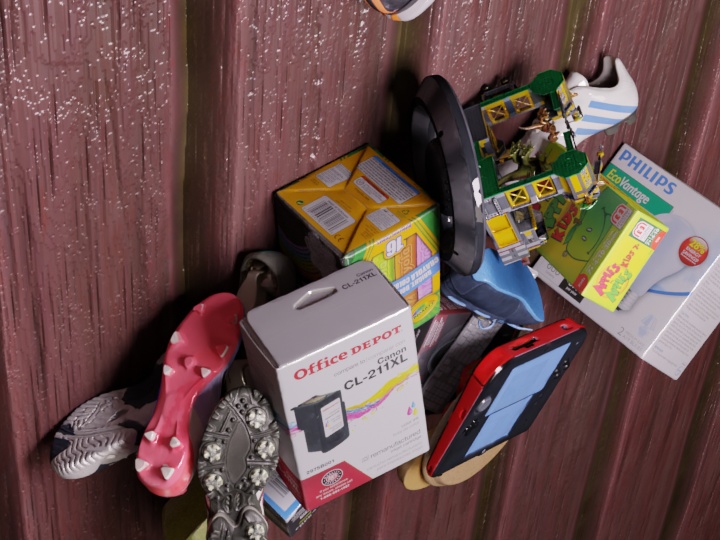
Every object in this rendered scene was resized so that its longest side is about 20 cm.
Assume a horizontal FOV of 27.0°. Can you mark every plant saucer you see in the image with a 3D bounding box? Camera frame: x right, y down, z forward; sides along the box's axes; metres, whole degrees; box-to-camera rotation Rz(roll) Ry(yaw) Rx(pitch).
[{"bbox_3d":[-0.137,0.222,1.602,0.200,0.048,0.200,-49,169,-9],"label":"plant saucer"}]

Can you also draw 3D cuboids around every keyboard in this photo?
[{"bbox_3d":[0.131,0.076,1.709,0.201,0.011,0.056,-56,145,6],"label":"keyboard"}]

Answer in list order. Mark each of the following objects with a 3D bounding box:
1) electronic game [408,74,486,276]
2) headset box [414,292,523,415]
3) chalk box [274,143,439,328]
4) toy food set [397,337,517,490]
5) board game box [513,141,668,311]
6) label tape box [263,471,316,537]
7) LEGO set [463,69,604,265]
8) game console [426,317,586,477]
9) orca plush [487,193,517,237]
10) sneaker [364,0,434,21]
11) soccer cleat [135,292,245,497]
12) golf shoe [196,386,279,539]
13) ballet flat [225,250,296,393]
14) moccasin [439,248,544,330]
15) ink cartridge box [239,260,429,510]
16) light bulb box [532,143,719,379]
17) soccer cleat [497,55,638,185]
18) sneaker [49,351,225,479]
[{"bbox_3d":[0.088,-0.094,1.486,0.041,0.201,0.201,-12,135,-9],"label":"electronic game"},{"bbox_3d":[0.088,0.088,1.750,0.199,0.077,0.150,-3,124,-48],"label":"headset box"},{"bbox_3d":[0.000,0.000,1.533,0.123,0.125,0.201,-29,141,-24],"label":"chalk box"},{"bbox_3d":[0.134,0.171,1.757,0.197,0.049,0.201,-12,133,-52],"label":"toy food set"},{"bbox_3d":[0.230,-0.050,1.566,0.047,0.200,0.102,25,104,-29],"label":"board game box"},{"bbox_3d":[-0.049,0.212,1.625,0.144,0.063,0.200,-47,168,-13],"label":"label tape box"},{"bbox_3d":[0.182,-0.100,1.562,0.153,0.201,0.116,-25,133,7],"label":"LEGO set"},{"bbox_3d":[0.167,0.142,1.682,0.199,0.031,0.178,-17,137,-48],"label":"game console"},{"bbox_3d":[0.199,-0.059,1.736,0.106,0.071,0.200,-54,145,6],"label":"orca plush"},{"bbox_3d":[0.065,-0.322,1.345,0.201,0.078,0.112,-53,146,5],"label":"sneaker"},{"bbox_3d":[-0.159,0.119,1.432,0.077,0.066,0.201,62,45,-68],"label":"soccer cleat"},{"bbox_3d":[-0.123,0.191,1.434,0.076,0.088,0.202,-1,116,-13],"label":"golf shoe"},{"bbox_3d":[-0.109,0.079,1.491,0.064,0.067,0.202,11,86,-60],"label":"ballet flat"},{"bbox_3d":[0.140,0.017,1.620,0.068,0.081,0.200,-21,154,20],"label":"moccasin"},{"bbox_3d":[-0.022,0.111,1.435,0.145,0.083,0.201,-24,134,-16],"label":"ink cartridge box"},{"bbox_3d":[0.356,-0.012,1.841,0.201,0.198,0.125,-54,146,6],"label":"light bulb box"},{"bbox_3d":[0.223,-0.170,1.680,0.199,0.070,0.087,-33,120,-18],"label":"soccer cleat"},{"bbox_3d":[-0.209,0.170,1.500,0.199,0.079,0.130,-41,137,-28],"label":"sneaker"}]
